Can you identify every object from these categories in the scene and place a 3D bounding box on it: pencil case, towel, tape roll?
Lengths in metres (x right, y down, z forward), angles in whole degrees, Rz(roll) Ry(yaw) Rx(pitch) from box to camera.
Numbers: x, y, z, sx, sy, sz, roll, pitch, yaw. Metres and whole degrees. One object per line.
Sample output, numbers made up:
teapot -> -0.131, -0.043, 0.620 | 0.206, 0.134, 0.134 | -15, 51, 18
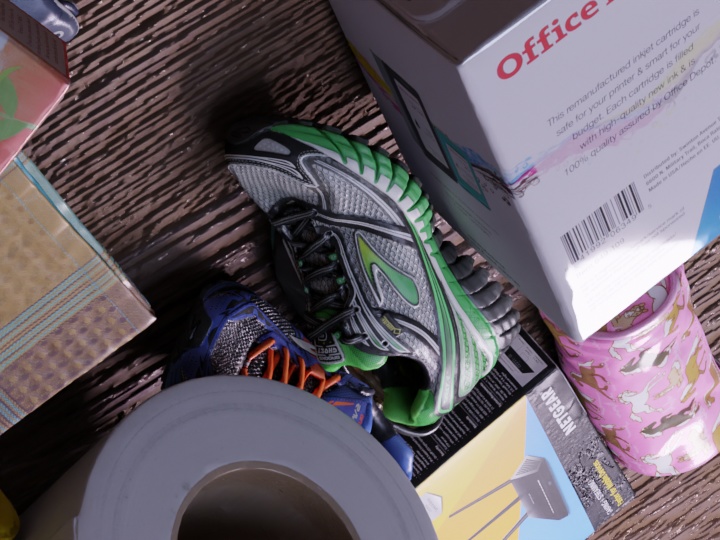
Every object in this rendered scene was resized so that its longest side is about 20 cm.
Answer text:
pencil case -> 0.166, 0.048, 1.667 | 0.087, 0.082, 0.200 | -64, 152, -19
towel -> -0.189, 0.001, 1.138 | 0.146, 0.022, 0.200 | -35, 134, 3
tape roll -> -0.074, 0.169, 1.372 | 0.202, 0.204, 0.139 | -14, 164, -37

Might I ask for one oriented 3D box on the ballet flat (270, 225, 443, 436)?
ballet flat -> 0.010, 0.026, 1.485 | 0.068, 0.068, 0.200 | -40, 147, -8

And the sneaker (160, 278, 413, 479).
sneaker -> -0.031, 0.064, 1.453 | 0.200, 0.078, 0.076 | 38, 73, -54

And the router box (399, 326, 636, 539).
router box -> 0.075, 0.130, 1.687 | 0.149, 0.051, 0.200 | -40, 148, -2

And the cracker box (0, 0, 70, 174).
cracker box -> -0.223, -0.082, 1.021 | 0.200, 0.058, 0.134 | 37, 102, -19

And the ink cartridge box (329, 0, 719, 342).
ink cartridge box -> 0.091, -0.105, 1.321 | 0.146, 0.146, 0.200 | -37, 137, -10

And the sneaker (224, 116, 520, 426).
sneaker -> 0.000, 0.000, 1.374 | 0.200, 0.078, 0.085 | 48, 65, -29

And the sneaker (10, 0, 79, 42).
sneaker -> -0.182, -0.064, 1.166 | 0.146, 0.077, 0.203 | -27, 143, -19

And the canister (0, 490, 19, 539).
canister -> -0.266, 0.178, 1.346 | 0.148, 0.087, 0.201 | 8, 121, -50
